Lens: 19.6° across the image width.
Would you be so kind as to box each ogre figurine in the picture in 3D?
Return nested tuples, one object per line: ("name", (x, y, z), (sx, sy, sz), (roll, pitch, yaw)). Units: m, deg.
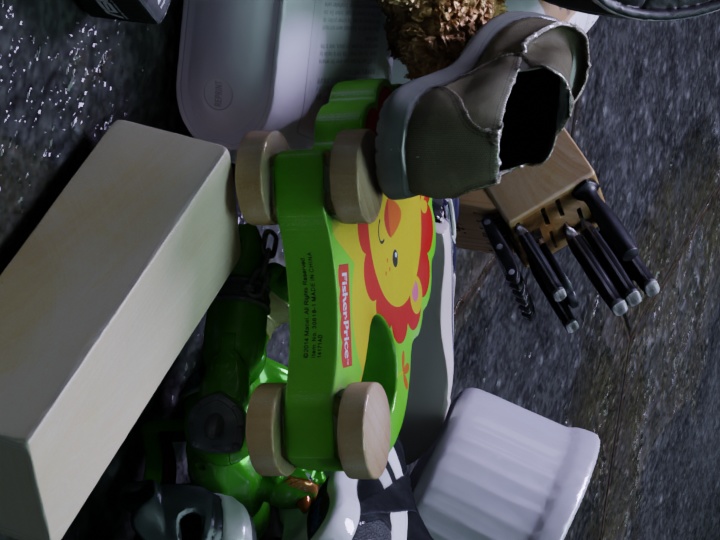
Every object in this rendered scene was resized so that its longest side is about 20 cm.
("ogre figurine", (-0.065, 0.079, 1.120), (0.200, 0.098, 0.120), (121, -16, -52))

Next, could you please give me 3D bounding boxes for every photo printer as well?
("photo printer", (-0.033, -0.153, 1.124), (0.166, 0.069, 0.200), (-15, 113, -65))

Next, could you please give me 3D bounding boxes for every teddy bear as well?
("teddy bear", (0.050, -0.151, 1.130), (0.200, 0.067, 0.145), (70, 31, -44))

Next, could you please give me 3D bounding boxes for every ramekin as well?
("ramekin", (0.070, 0.175, 1.386), (0.200, 0.098, 0.200), (-61, 179, -2))

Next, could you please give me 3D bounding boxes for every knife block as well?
("knife block", (0.132, -0.061, 1.419), (0.064, 0.176, 0.200), (63, 42, -56))

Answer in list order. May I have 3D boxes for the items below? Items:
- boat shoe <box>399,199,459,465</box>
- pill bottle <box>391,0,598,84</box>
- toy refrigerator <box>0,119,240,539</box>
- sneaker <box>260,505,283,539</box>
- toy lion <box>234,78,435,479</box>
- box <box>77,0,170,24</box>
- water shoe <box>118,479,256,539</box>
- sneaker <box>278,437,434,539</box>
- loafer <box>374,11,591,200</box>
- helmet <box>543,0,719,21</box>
("boat shoe", (0.034, 0.026, 1.360), (0.093, 0.075, 0.200), (-67, 167, -59))
("pill bottle", (0.074, -0.157, 1.321), (0.200, 0.114, 0.114), (-49, 142, -51))
("toy refrigerator", (-0.131, 0.024, 0.971), (0.076, 0.070, 0.200), (86, 26, -45))
("sneaker", (-0.042, 0.186, 1.183), (0.200, 0.115, 0.076), (-57, 148, -44))
("toy lion", (0.000, 0.000, 1.084), (0.192, 0.069, 0.200), (-6, 95, -72))
("box", (-0.111, -0.242, 0.935), (0.193, 0.048, 0.200), (47, 56, -60))
("water shoe", (-0.126, 0.196, 1.068), (0.200, 0.079, 0.072), (-65, -157, 8))
("sneaker", (0.015, 0.153, 1.149), (0.073, 0.112, 0.200), (-45, -171, 17))
("loafer", (0.078, -0.078, 1.056), (0.200, 0.070, 0.075), (-40, 135, -53))
("helmet", (0.149, -0.246, 1.225), (0.191, 0.200, 0.200), (-126, -153, -55))
